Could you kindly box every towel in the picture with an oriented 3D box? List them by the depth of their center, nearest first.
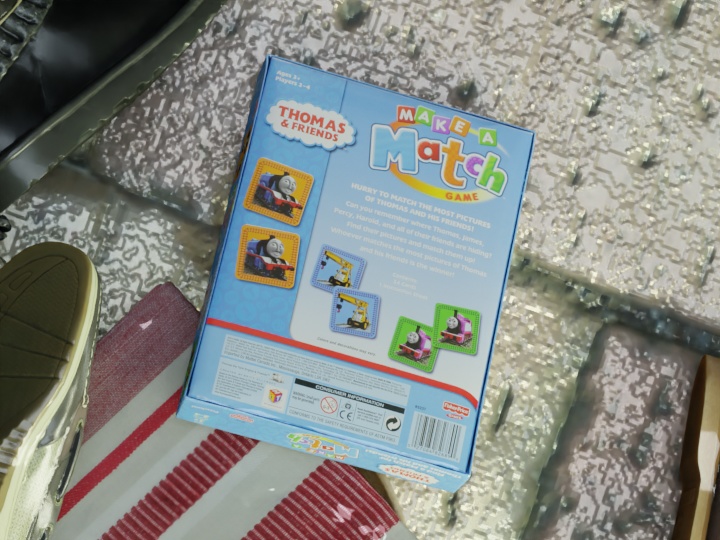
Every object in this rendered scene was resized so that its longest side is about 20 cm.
[{"bbox_3d":[-0.083,0.121,1.423,0.144,0.023,0.200,-43,78,-11],"label":"towel"}]

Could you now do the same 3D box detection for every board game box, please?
[{"bbox_3d":[0.000,0.000,1.443,0.151,0.037,0.200,16,66,-7],"label":"board game box"}]

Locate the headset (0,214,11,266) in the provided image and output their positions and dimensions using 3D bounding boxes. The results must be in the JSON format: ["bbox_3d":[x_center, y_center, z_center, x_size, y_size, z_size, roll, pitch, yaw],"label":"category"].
[{"bbox_3d":[-0.257,0.041,1.409,0.200,0.094,0.124,-42,94,-14],"label":"headset"}]

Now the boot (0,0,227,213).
[{"bbox_3d":[-0.168,-0.144,1.404,0.158,0.079,0.211,49,54,-5],"label":"boot"}]

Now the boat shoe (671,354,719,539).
[{"bbox_3d":[0.198,0.146,1.479,0.070,0.070,0.200,12,86,-3],"label":"boat shoe"}]

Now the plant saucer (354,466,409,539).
[{"bbox_3d":[-0.072,0.159,1.440,0.200,0.035,0.201,-1,75,4],"label":"plant saucer"}]

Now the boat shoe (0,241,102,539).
[{"bbox_3d":[-0.174,0.086,1.390,0.072,0.066,0.201,11,76,27],"label":"boat shoe"}]
